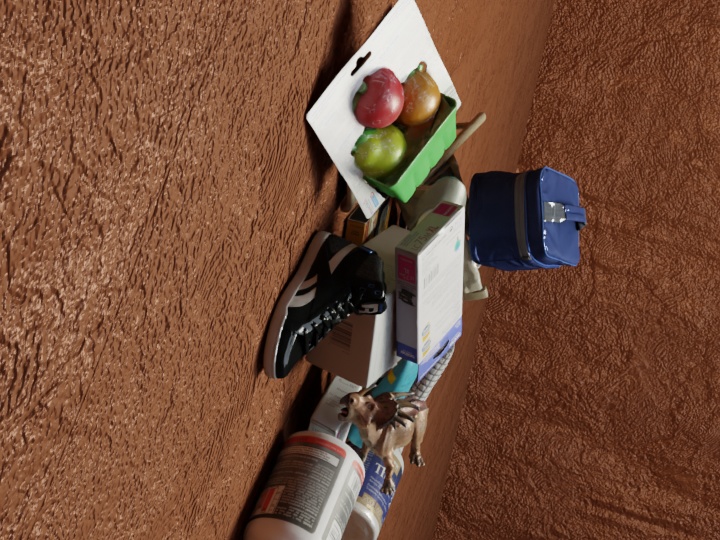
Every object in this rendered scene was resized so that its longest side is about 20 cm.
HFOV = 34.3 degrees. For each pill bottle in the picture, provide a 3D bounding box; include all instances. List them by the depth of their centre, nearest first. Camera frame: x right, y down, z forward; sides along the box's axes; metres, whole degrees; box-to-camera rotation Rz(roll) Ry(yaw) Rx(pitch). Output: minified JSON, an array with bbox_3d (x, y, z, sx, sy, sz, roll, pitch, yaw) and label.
[{"bbox_3d":[-0.077,0.309,1.437,0.117,0.114,0.202,93,17,-48],"label":"pill bottle"},{"bbox_3d":[0.006,0.335,1.878,0.201,0.109,0.112,-63,164,-45],"label":"pill bottle"}]

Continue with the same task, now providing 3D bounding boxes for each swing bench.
[{"bbox_3d":[0.129,-0.093,1.727,0.201,0.128,0.201,-61,140,-44],"label":"swing bench"}]

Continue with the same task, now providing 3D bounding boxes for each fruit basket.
[{"bbox_3d":[0.026,-0.182,1.308,0.186,0.093,0.200,-52,139,-12],"label":"fruit basket"}]

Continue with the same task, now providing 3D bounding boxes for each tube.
[{"bbox_3d":[0.043,0.166,1.606,0.077,0.050,0.201,-42,167,-54],"label":"tube"}]

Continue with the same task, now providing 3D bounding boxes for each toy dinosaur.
[{"bbox_3d":[0.049,0.198,1.531,0.199,0.085,0.138,-20,129,-57],"label":"toy dinosaur"}]

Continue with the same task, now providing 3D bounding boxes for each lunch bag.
[{"bbox_3d":[0.251,-0.070,1.683,0.199,0.130,0.139,6,83,-61],"label":"lunch bag"}]

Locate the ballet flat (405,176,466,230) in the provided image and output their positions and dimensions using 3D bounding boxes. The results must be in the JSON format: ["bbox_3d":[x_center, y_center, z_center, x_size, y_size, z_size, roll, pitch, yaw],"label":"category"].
[{"bbox_3d":[0.088,-0.040,1.600,0.201,0.066,0.064,-56,-158,39],"label":"ballet flat"}]

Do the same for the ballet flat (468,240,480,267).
[{"bbox_3d":[0.144,-0.019,1.877,0.071,0.198,0.074,-7,100,-44],"label":"ballet flat"}]

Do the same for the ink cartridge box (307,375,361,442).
[{"bbox_3d":[-0.031,0.203,1.605,0.174,0.043,0.202,-58,169,-40],"label":"ink cartridge box"}]

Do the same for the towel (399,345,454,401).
[{"bbox_3d":[0.085,0.120,1.871,0.201,0.084,0.167,-82,-164,-58],"label":"towel"}]

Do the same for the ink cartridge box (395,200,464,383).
[{"bbox_3d":[0.087,0.028,1.464,0.119,0.041,0.203,-43,140,-42],"label":"ink cartridge box"}]

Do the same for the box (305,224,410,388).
[{"bbox_3d":[0.026,0.042,1.511,0.199,0.096,0.126,-34,138,-51],"label":"box"}]

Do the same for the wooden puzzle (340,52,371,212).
[{"bbox_3d":[0.027,-0.196,1.450,0.186,0.046,0.202,-63,164,-47],"label":"wooden puzzle"}]

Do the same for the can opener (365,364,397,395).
[{"bbox_3d":[0.024,0.169,1.737,0.200,0.052,0.068,145,-38,-70],"label":"can opener"}]

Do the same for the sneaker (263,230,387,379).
[{"bbox_3d":[-0.030,0.045,1.327,0.074,0.110,0.202,88,21,-54],"label":"sneaker"}]

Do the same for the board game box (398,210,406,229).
[{"bbox_3d":[0.079,0.000,1.812,0.158,0.038,0.204,104,-11,-76],"label":"board game box"}]

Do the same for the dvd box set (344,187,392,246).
[{"bbox_3d":[0.000,0.000,1.615,0.146,0.029,0.203,-51,154,-63],"label":"dvd box set"}]
